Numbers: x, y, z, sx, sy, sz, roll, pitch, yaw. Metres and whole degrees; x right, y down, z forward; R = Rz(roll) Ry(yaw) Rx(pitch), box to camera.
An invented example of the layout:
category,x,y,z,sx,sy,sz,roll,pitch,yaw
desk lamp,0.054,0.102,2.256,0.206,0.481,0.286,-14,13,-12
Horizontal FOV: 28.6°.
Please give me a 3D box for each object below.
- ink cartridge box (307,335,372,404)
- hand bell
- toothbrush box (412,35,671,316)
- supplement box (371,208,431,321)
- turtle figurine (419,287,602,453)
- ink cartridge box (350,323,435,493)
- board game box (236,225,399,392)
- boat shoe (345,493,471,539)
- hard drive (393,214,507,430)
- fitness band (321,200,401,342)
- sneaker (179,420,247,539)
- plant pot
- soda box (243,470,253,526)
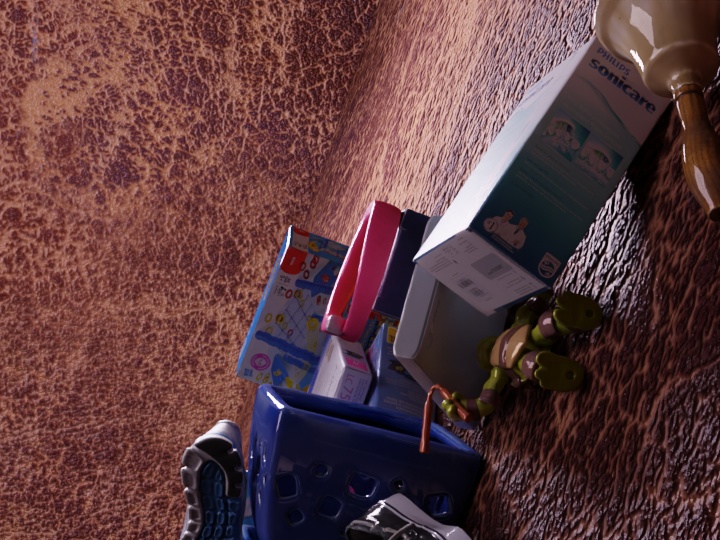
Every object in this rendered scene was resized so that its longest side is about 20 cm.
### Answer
category,x,y,z,sx,sy,sz,roll,pitch,yaw
ink cartridge box,-0.029,0.143,1.621,0.200,0.042,0.120,-121,50,-76
hand bell,0.231,-0.116,0.988,0.104,0.104,0.201,118,155,-46
toothbrush box,0.147,-0.074,1.157,0.200,0.085,0.146,-56,7,-18
supplement box,0.071,0.007,1.486,0.200,0.109,0.109,159,130,-87
turtle figurine,0.132,0.075,1.169,0.200,0.064,0.161,-55,14,-17
ink cartridge box,0.028,0.178,1.573,0.200,0.076,0.137,-85,17,-52
board game box,-0.030,0.070,1.753,0.056,0.195,0.200,-89,20,-62
boat shoe,0.045,0.242,1.176,0.199,0.068,0.074,29,137,61
hard drive,0.086,0.052,1.284,0.200,0.026,0.132,51,-129,-59
fitness band,0.000,0.000,1.435,0.200,0.037,0.144,167,122,-85
sneaker,-0.139,0.238,1.375,0.087,0.075,0.201,-70,-8,-70
plant pot,-0.015,0.225,1.366,0.200,0.199,0.181,-166,89,-80
soda box,-0.124,0.327,1.584,0.064,0.068,0.201,78,-176,-79
